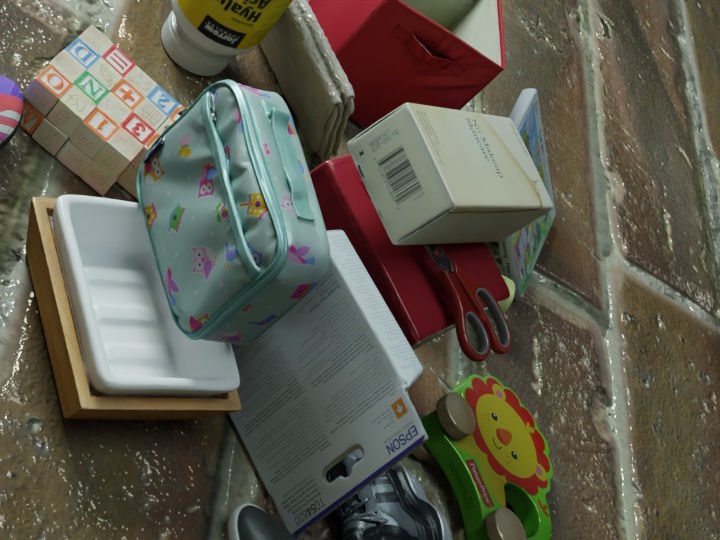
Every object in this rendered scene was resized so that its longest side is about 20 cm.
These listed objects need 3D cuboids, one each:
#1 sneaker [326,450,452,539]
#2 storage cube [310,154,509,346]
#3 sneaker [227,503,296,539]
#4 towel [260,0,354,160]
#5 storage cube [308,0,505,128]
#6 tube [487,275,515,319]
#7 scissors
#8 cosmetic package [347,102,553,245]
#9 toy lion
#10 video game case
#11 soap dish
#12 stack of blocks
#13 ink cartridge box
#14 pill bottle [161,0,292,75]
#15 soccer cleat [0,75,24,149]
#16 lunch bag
[{"bbox_3d":[-0.003,0.211,1.184,0.200,0.075,0.114,50,35,-4],"label":"sneaker"},{"bbox_3d":[0.000,0.000,1.264,0.171,0.200,0.180,-21,81,-52],"label":"storage cube"},{"bbox_3d":[-0.027,0.264,1.098,0.071,0.099,0.200,-25,77,-50],"label":"sneaker"},{"bbox_3d":[-0.063,-0.232,1.459,0.034,0.133,0.201,-20,72,-19],"label":"towel"},{"bbox_3d":[0.048,-0.280,1.568,0.171,0.180,0.201,28,43,-26],"label":"storage cube"},{"bbox_3d":[0.082,-0.010,1.481,0.199,0.058,0.052,28,70,-20],"label":"tube"},{"bbox_3d":[0.076,-0.008,1.184,0.073,0.014,0.201,-31,94,-49],"label":"scissors"},{"bbox_3d":[0.084,-0.083,1.177,0.200,0.073,0.104,-6,68,-58],"label":"cosmetic package"},{"bbox_3d":[0.140,0.201,1.359,0.191,0.069,0.201,6,55,-51],"label":"toy lion"},{"bbox_3d":[0.197,-0.096,1.606,0.200,0.022,0.183,-59,142,-51],"label":"video game case"},{"bbox_3d":[-0.199,0.037,1.132,0.157,0.081,0.201,6,55,-42],"label":"soap dish"},{"bbox_3d":[-0.220,-0.126,1.267,0.200,0.059,0.115,41,38,-11],"label":"stack of blocks"},{"bbox_3d":[-0.037,0.100,1.142,0.041,0.200,0.201,-7,64,-49],"label":"ink cartridge box"},{"bbox_3d":[-0.129,-0.295,1.379,0.111,0.200,0.112,20,50,-25],"label":"pill bottle"},{"bbox_3d":[-0.347,-0.127,1.118,0.068,0.073,0.200,25,39,9],"label":"soccer cleat"},{"bbox_3d":[-0.108,-0.053,1.102,0.077,0.160,0.201,6,55,-43],"label":"lunch bag"}]
